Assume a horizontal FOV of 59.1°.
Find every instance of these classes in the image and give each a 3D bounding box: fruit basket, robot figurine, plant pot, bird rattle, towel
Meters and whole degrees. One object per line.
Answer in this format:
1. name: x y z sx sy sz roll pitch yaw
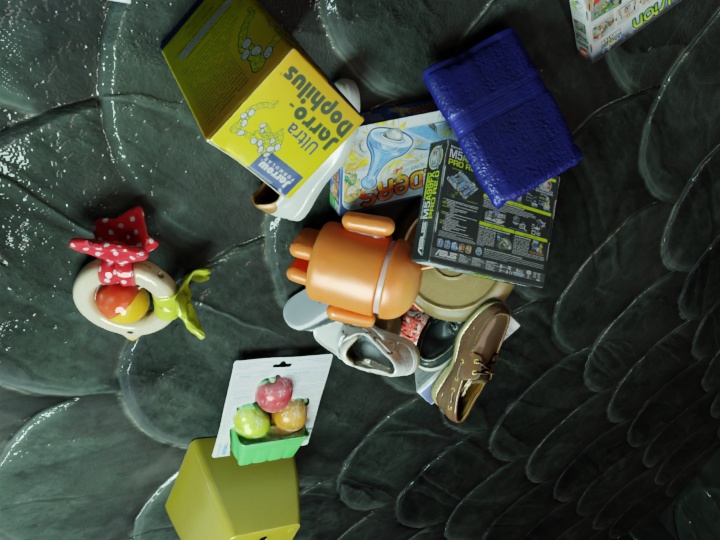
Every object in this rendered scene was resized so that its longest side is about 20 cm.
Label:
1. fruit basket: -0.152 0.228 1.086 0.184 0.094 0.202 0 113 -33
2. robot figurine: 0.000 0.001 0.884 0.117 0.198 0.145 65 40 -78
3. plant pot: 0.138 -0.021 0.948 0.200 0.200 0.027 -49 171 17
4. bird rattle: -0.284 0.026 0.789 0.162 0.114 0.200 -31 138 21
5. towel: 0.181 -0.195 0.816 0.147 0.201 0.050 -28 178 -13
6. plant pot: -0.216 0.431 1.149 0.198 0.177 0.201 4 126 -35

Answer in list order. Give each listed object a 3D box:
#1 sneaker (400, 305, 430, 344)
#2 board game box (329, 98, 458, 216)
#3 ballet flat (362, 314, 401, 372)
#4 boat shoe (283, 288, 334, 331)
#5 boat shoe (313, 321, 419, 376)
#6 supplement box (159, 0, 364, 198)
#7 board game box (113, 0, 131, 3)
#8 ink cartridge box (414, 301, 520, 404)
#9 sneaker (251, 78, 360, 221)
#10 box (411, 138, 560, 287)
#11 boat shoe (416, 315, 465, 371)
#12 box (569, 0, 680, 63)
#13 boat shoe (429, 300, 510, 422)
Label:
1. sneaker: 0.086 0.066 1.056 0.107 0.067 0.203 0 119 -54
2. board game box: 0.055 -0.159 0.875 0.198 0.035 0.136 -16 136 -20
3. ballet flat: 0.025 0.118 1.057 0.201 0.067 0.073 100 16 -60
4. boat shoe: -0.020 0.040 0.981 0.198 0.074 0.068 -32 156 6
5. boat shoe: -0.006 0.114 0.977 0.069 0.198 0.072 -12 110 -50
6. supplement box: -0.102 -0.186 0.623 0.109 0.201 0.109 -43 139 12
7. board game box: -0.271 -0.331 0.487 0.198 0.056 0.197 -3 130 -31
8. ink cartridge box: 0.172 0.113 1.095 0.043 0.200 0.196 43 103 -9
9. sneaker: -0.071 -0.146 0.777 0.084 0.073 0.201 7 126 -40
10. box: 0.173 -0.072 0.860 0.198 0.044 0.162 11 86 -27
11. boat shoe: 0.147 0.069 1.011 0.199 0.074 0.066 -45 145 -25
12. box: 0.383 -0.390 0.871 0.199 0.035 0.110 -35 139 0
13. boat shoe: 0.175 0.140 0.952 0.071 0.068 0.202 10 116 -30
